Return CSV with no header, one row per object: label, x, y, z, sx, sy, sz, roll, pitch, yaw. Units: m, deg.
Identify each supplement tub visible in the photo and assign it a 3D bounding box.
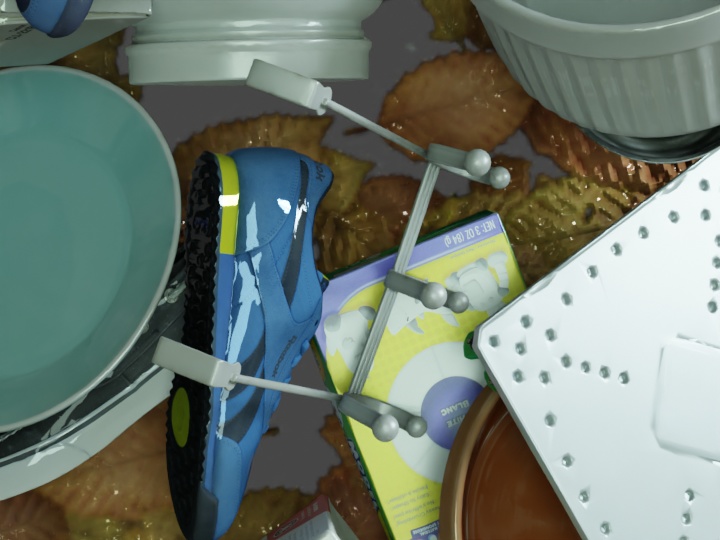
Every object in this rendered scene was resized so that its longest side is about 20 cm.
supplement tub,-0.058,-0.193,1.228,0.143,0.144,0.202,-2,93,-3

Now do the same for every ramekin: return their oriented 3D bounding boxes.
ramekin,0.144,-0.160,1.221,0.199,0.105,0.201,-8,53,10

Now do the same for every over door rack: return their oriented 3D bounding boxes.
over door rack,0.000,0.000,1.178,0.066,0.200,0.149,19,90,33

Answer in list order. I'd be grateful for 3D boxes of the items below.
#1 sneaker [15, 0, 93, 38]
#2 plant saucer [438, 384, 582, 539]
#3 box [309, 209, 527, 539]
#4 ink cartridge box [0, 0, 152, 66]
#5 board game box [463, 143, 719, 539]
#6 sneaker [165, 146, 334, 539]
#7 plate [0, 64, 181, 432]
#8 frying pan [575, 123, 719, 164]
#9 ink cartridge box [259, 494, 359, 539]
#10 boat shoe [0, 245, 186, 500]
sneaker,-0.158,-0.198,1.083,0.082,0.074,0.202,-4,78,-28
plant saucer,0.125,0.132,1.261,0.199,0.032,0.202,4,81,-29
box,0.053,0.082,1.298,0.117,0.048,0.201,-22,96,-2
ink cartridge box,-0.170,-0.206,1.198,0.083,0.144,0.202,-2,86,-28
board game box,0.167,0.067,1.263,0.200,0.026,0.201,-35,100,-29
sneaker,-0.050,0.039,1.228,0.078,0.066,0.202,4,97,-24
plate,-0.178,-0.009,1.255,0.199,0.026,0.202,-8,66,18
frying pan,0.163,-0.144,1.298,0.114,0.031,0.191,15,74,2
ink cartridge box,-0.077,0.207,1.264,0.200,0.116,0.068,-36,95,1
boat shoe,-0.131,0.042,1.268,0.199,0.072,0.068,-34,109,-3
